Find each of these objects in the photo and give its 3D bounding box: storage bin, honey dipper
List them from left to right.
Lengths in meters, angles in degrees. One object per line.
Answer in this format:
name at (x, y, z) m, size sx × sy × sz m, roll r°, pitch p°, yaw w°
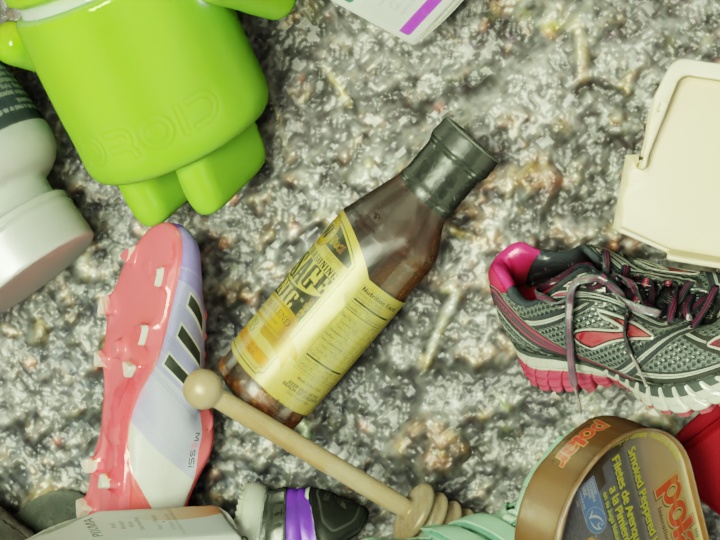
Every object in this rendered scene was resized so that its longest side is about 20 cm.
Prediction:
honey dipper at (-0.014, 0.110, 0.938) m, size 0.199 × 0.038 × 0.038 m, roll 34°, pitch 99°, yaw -16°
storage bin at (0.233, -0.041, 0.837) m, size 0.196 × 0.200 × 0.095 m, roll 10°, pitch 94°, yaw 9°

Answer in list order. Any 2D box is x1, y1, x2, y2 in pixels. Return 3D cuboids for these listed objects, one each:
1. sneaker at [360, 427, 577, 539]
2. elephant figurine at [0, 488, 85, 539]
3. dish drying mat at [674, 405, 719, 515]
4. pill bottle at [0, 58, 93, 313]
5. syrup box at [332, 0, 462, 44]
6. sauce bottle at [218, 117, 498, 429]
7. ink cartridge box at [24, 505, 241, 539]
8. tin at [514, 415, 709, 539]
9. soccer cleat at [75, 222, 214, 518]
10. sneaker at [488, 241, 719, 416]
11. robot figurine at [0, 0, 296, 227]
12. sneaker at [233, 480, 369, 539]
sneaker at (0.075, 0.134, 0.900) m, size 0.073 × 0.199 × 0.119 m, roll 23°, pitch 95°, yaw 47°
elephant figurine at (-0.197, 0.196, 0.979) m, size 0.198 × 0.156 × 0.143 m, roll 4°, pitch 51°, yaw -1°
dish drying mat at (0.229, 0.083, 0.868) m, size 0.077 × 0.200 × 0.018 m, roll 40°, pitch 56°, yaw 5°
pill bottle at (-0.248, -0.077, 0.960) m, size 0.119 × 0.120 × 0.201 m, roll -37°, pitch 87°, yaw 10°
syrup box at (-0.027, -0.211, 0.879) m, size 0.199 × 0.079 × 0.081 m, roll 26°, pitch 137°, yaw -24°
sauce bottle at (0.000, 0.000, 0.952) m, size 0.066 × 0.066 × 0.200 m, roll 40°, pitch 97°, yaw 5°
ink cartridge box at (-0.170, 0.217, 0.909) m, size 0.198 × 0.050 × 0.164 m, roll 2°, pitch 104°, yaw -21°
tin at (0.143, 0.168, 0.895) m, size 0.112 × 0.042 × 0.201 m, roll -34°, pitch 124°, yaw -24°
soccer cleat at (-0.114, 0.068, 0.962) m, size 0.067 × 0.076 × 0.202 m, roll 30°, pitch 112°, yaw 51°
sneaker at (0.144, 0.025, 0.867) m, size 0.199 × 0.081 × 0.075 m, roll -3°, pitch 126°, yaw 48°
robot figurine at (-0.126, -0.129, 0.922) m, size 0.174 × 0.116 × 0.201 m, roll -10°, pitch 114°, yaw 35°
sneaker at (-0.025, 0.226, 0.967) m, size 0.098 × 0.070 × 0.203 m, roll 0°, pitch 95°, yaw 3°
